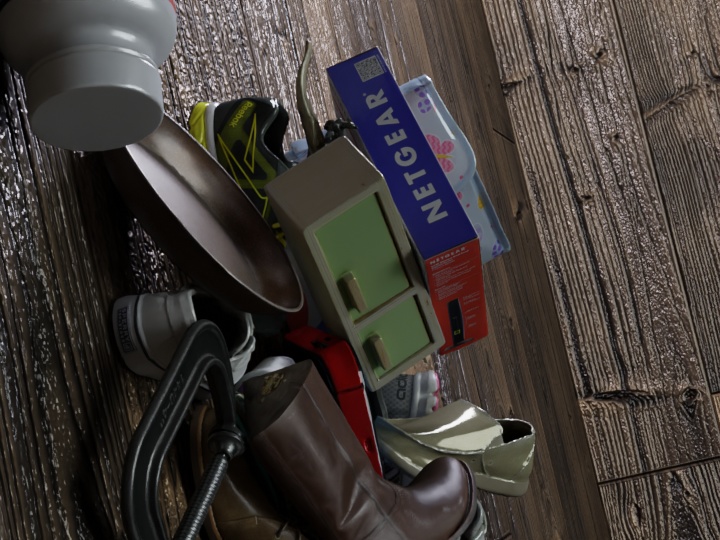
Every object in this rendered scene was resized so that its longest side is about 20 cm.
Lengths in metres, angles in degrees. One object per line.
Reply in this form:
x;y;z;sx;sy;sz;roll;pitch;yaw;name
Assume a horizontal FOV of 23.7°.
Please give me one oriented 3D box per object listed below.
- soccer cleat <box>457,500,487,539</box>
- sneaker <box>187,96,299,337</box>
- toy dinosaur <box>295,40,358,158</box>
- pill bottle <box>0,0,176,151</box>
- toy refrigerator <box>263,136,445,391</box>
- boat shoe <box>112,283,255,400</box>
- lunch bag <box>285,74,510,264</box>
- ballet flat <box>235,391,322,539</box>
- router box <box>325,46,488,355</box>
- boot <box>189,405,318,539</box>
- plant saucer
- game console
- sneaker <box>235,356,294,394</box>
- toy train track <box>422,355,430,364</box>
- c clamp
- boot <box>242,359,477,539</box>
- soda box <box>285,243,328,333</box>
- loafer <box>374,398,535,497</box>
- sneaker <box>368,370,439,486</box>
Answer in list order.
0.081;0.221;1.451;0.070;0.086;0.200;52;18;9;soccer cleat
-0.082;-0.049;1.362;0.074;0.084;0.201;20;55;-72;sneaker
-0.026;-0.084;1.377;0.088;0.047;0.201;-143;-138;-79;toy dinosaur
-0.173;-0.182;1.068;0.111;0.111;0.201;47;31;-64;pill bottle
0.000;0.000;1.332;0.070;0.076;0.200;48;-14;42;toy refrigerator
-0.107;0.044;1.204;0.200;0.065;0.072;36;41;-69;boat shoe
0.027;-0.067;1.614;0.127;0.169;0.200;55;-8;50;lunch bag
-0.041;0.171;1.273;0.074;0.074;0.201;-62;134;-71;ballet flat
0.040;-0.054;1.423;0.180;0.049;0.201;77;-12;-63;router box
-0.066;0.183;1.213;0.074;0.075;0.201;-55;128;-70;boot
-0.116;-0.041;1.199;0.200;0.032;0.200;47;13;-14;plant saucer
-0.014;0.138;1.400;0.200;0.031;0.178;-166;-121;-77;game console
-0.038;0.159;1.347;0.100;0.075;0.201;-61;135;-73;sneaker
0.032;0.043;1.499;0.115;0.032;0.200;53;21;-11;toy train track
-0.112;0.139;1.091;0.200;0.027;0.171;-71;154;-42;c clamp
-0.001;0.129;1.244;0.200;0.064;0.187;55;30;-16;boot
-0.036;0.021;1.525;0.068;0.063;0.201;-86;158;-59;soda box
0.077;0.143;1.452;0.200;0.076;0.069;16;96;-47;loafer
0.013;0.177;1.527;0.074;0.087;0.201;-64;166;-74;sneaker
